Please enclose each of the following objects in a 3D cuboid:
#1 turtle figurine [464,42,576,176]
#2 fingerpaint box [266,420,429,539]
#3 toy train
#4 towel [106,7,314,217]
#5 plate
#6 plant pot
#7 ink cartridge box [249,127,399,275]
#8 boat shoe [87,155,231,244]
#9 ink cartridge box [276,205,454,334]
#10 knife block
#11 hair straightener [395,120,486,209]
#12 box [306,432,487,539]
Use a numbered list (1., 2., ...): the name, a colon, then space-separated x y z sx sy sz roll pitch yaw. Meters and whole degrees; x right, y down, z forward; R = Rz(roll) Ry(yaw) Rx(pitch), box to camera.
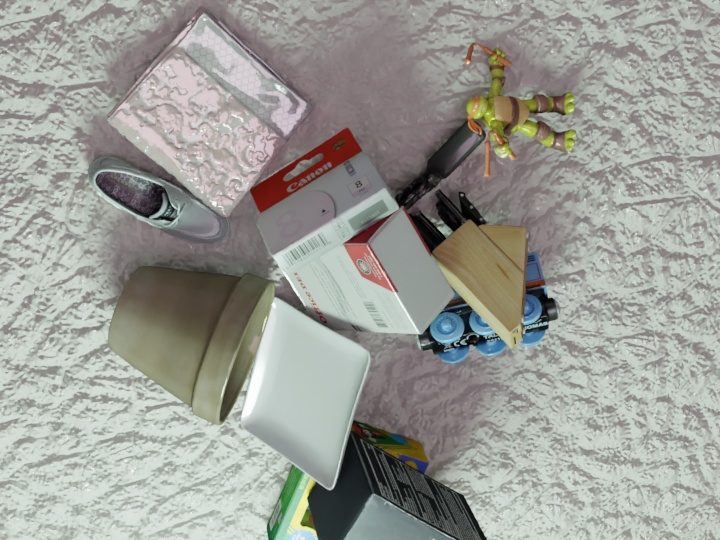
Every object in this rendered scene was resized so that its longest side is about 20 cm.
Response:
1. turtle figurine: 0.200 -0.195 1.636 0.161 0.201 0.064 8 151 -22
2. fingerpaint box: -0.020 0.319 1.779 0.166 0.073 0.201 21 103 -14
3. toy train: 0.167 0.052 1.704 0.199 0.115 0.087 -13 145 5
4. towel: -0.188 -0.200 1.604 0.200 0.032 0.191 41 90 -17
5. plate: -0.070 0.160 1.683 0.032 0.200 0.200 -2 112 -47
6. plant pot: -0.224 0.077 1.630 0.173 0.200 0.201 21 104 4
7. ink cartridge box: -0.059 -0.102 1.574 0.162 0.200 0.057 -32 135 3
8. boat shoe: -0.259 -0.083 1.621 0.200 0.072 0.070 25 101 -16
9. ink cartridge box: 0.000 0.000 1.611 0.083 0.200 0.147 -47 118 -30
10. knife block: 0.131 -0.005 1.645 0.175 0.064 0.201 1 68 12
11. hair straightener: 0.084 -0.124 1.658 0.200 0.077 0.041 -40 90 8
12. box: 0.048 0.340 1.653 0.198 0.200 0.123 32 98 -16
